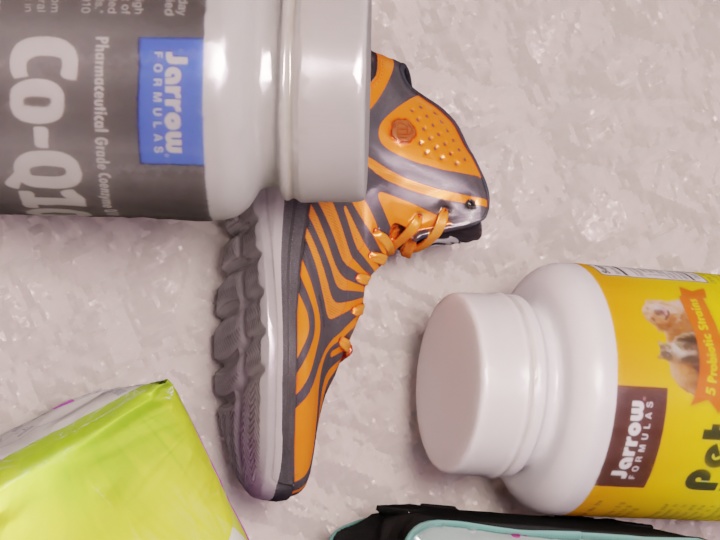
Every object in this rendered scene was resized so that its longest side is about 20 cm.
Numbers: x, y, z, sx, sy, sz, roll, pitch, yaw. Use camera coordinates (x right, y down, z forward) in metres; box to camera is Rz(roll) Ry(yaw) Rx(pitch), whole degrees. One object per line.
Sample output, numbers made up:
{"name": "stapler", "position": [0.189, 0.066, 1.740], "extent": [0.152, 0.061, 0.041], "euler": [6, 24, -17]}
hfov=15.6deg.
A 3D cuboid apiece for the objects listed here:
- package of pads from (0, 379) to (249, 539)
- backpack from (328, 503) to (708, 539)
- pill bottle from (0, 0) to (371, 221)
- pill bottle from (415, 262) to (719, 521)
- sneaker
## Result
{"name": "package of pads", "position": [-0.136, 0.148, 1.066], "extent": [0.199, 0.068, 0.155], "euler": [-28, 96, -22]}
{"name": "backpack", "position": [0.075, 0.206, 1.101], "extent": [0.175, 0.153, 0.201], "euler": [7, 89, -26]}
{"name": "pill bottle", "position": [-0.095, -0.077, 1.045], "extent": [0.199, 0.114, 0.115], "euler": [1, 84, 2]}
{"name": "pill bottle", "position": [0.129, 0.054, 1.155], "extent": [0.199, 0.109, 0.110], "euler": [4, 84, -21]}
{"name": "sneaker", "position": [0.000, 0.000, 1.127], "extent": [0.111, 0.078, 0.201], "euler": [5, 83, -20]}
